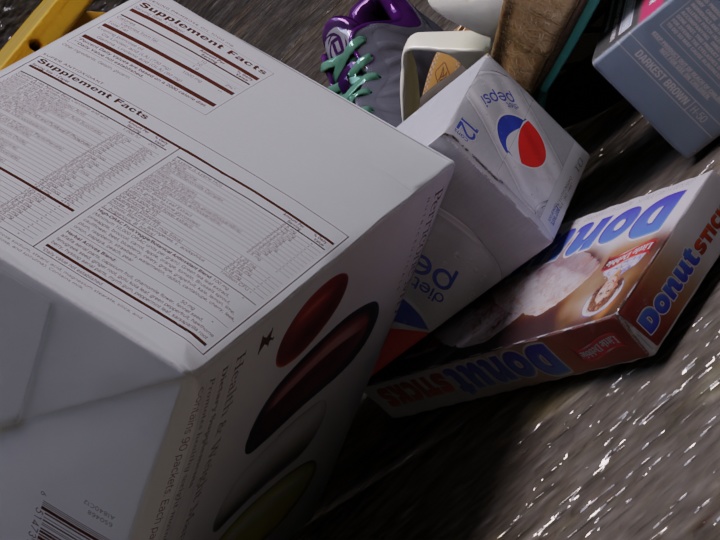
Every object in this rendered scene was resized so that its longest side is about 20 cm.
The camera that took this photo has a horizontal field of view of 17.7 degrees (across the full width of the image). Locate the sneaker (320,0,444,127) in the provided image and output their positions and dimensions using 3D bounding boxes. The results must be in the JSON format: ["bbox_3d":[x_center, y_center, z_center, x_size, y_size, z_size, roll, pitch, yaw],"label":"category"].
[{"bbox_3d":[-0.001,-0.082,1.228,0.074,0.088,0.200,-38,17,33],"label":"sneaker"}]

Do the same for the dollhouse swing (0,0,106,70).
[{"bbox_3d":[-0.088,-0.073,1.227,0.176,0.200,0.182,-32,20,48],"label":"dollhouse swing"}]

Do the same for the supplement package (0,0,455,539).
[{"bbox_3d":[-0.094,0.034,0.852,0.200,0.147,0.191,-41,-23,-54],"label":"supplement package"}]

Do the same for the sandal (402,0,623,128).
[{"bbox_3d":[0.066,-0.087,1.059,0.200,0.082,0.055,-44,49,38],"label":"sandal"}]

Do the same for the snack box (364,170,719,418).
[{"bbox_3d":[0.070,0.014,0.894,0.072,0.024,0.200,-53,15,-25],"label":"snack box"}]

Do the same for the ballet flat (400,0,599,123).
[{"bbox_3d":[0.056,-0.092,0.968,0.068,0.072,0.200,-68,-2,-46],"label":"ballet flat"}]

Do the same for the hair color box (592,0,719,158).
[{"bbox_3d":[0.186,-0.142,0.903,0.200,0.061,0.099,-39,17,28],"label":"hair color box"}]

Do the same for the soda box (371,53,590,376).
[{"bbox_3d":[0.000,0.000,0.955,0.200,0.063,0.068,-38,14,36],"label":"soda box"}]
